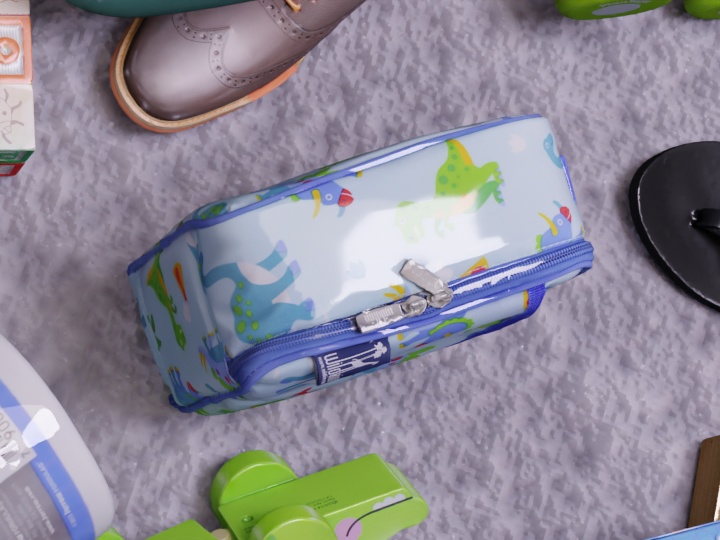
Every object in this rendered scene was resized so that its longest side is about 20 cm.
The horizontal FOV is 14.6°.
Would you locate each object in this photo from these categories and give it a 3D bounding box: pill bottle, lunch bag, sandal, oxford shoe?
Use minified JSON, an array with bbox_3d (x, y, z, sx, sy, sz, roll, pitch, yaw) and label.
[{"bbox_3d":[-0.207,0.114,1.111,0.200,0.114,0.114,-37,92,-17],"label":"pill bottle"},{"bbox_3d":[0.000,0.000,1.140,0.161,0.200,0.083,-18,87,-18],"label":"lunch bag"},{"bbox_3d":[0.210,0.008,1.278,0.200,0.045,0.075,39,74,-7],"label":"sandal"},{"bbox_3d":[-0.026,-0.135,1.221,0.200,0.073,0.071,-42,95,-17],"label":"oxford shoe"}]

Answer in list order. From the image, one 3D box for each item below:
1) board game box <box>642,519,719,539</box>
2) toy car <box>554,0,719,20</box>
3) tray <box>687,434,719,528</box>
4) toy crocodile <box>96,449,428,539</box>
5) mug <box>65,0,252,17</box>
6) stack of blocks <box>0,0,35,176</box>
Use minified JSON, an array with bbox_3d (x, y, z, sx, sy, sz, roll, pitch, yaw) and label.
[{"bbox_3d":[0.111,0.194,1.197,0.200,0.037,0.152,-14,79,-3],"label":"board game box"},{"bbox_3d":[0.177,-0.208,1.207,0.158,0.200,0.165,-5,85,-39],"label":"toy car"},{"bbox_3d":[0.185,0.182,1.250,0.098,0.037,0.200,14,79,-13],"label":"tray"},{"bbox_3d":[-0.066,0.128,1.174,0.200,0.068,0.062,-21,119,-17],"label":"toy crocodile"},{"bbox_3d":[-0.084,-0.176,1.161,0.114,0.185,0.152,-7,73,20],"label":"mug"},{"bbox_3d":[-0.201,-0.142,1.181,0.115,0.059,0.200,-1,82,-16],"label":"stack of blocks"}]
